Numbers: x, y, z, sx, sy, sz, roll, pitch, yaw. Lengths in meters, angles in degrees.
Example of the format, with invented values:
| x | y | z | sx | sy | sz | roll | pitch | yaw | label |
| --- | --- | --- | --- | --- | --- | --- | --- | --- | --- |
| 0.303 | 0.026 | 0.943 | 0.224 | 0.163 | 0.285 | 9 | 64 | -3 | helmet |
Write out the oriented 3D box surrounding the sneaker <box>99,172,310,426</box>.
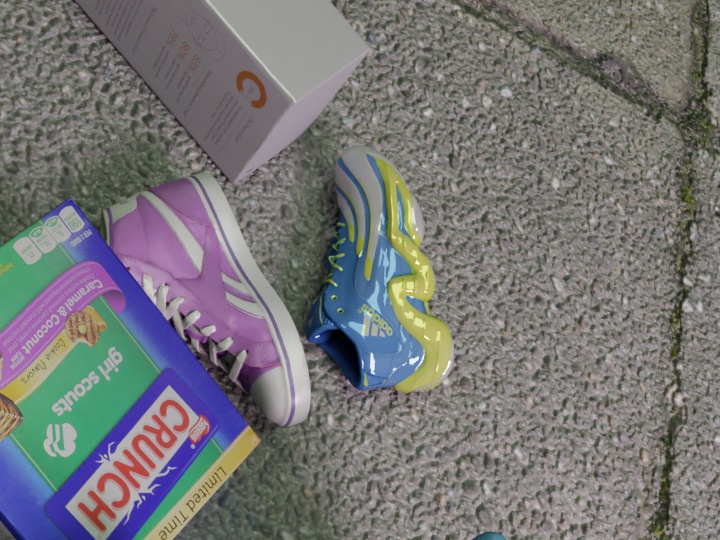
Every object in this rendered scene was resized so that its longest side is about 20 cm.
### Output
| x | y | z | sx | sy | sz | roll | pitch | yaw | label |
| --- | --- | --- | --- | --- | --- | --- | --- | --- | --- |
| -0.119 | 0.033 | 0.782 | 0.113 | 0.073 | 0.202 | -19 | 66 | -31 | sneaker |

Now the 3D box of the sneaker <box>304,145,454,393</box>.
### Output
| x | y | z | sx | sy | sz | roll | pitch | yaw | label |
| --- | --- | --- | --- | --- | --- | --- | --- | --- | --- |
| 0.000 | 0.000 | 0.856 | 0.104 | 0.076 | 0.202 | -12 | 74 | -32 | sneaker |

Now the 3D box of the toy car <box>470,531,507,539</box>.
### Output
| x | y | z | sx | sy | sz | roll | pitch | yaw | label |
| --- | --- | --- | --- | --- | --- | --- | --- | --- | --- |
| 0.069 | 0.285 | 0.728 | 0.200 | 0.183 | 0.178 | 30 | 32 | -57 | toy car |

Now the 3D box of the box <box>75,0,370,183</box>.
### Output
| x | y | z | sx | sy | sz | roll | pitch | yaw | label |
| --- | --- | --- | --- | --- | --- | --- | --- | --- | --- |
| -0.110 | -0.191 | 0.858 | 0.200 | 0.124 | 0.097 | 49 | 53 | 0 | box |

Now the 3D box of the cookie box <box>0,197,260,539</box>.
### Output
| x | y | z | sx | sy | sz | roll | pitch | yaw | label |
| --- | --- | --- | --- | --- | --- | --- | --- | --- | --- |
| -0.184 | 0.087 | 0.681 | 0.201 | 0.075 | 0.171 | 53 | 44 | -9 | cookie box |
